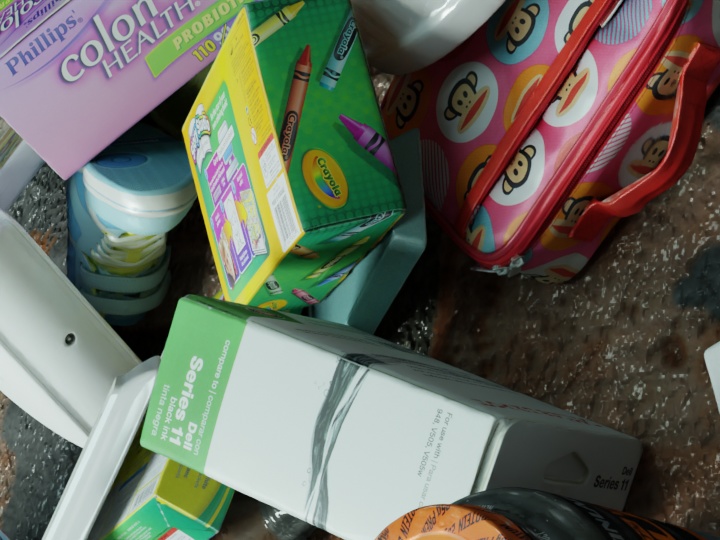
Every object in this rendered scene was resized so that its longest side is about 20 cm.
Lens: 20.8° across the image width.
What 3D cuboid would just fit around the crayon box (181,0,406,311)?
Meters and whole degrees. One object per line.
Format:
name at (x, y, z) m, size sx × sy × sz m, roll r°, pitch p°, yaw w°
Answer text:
crayon box at (-0.041, -0.055, 1.043) m, size 0.200 × 0.058 × 0.120 m, roll 135°, pitch 122°, yaw -70°

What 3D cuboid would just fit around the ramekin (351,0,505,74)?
ramekin at (0.024, -0.214, 1.027) m, size 0.200 × 0.105 × 0.201 m, roll -44°, pitch 29°, yaw 32°

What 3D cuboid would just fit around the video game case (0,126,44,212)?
video game case at (-0.210, -0.114, 1.348) m, size 0.201 × 0.023 × 0.182 m, roll -55°, pitch 15°, yaw -14°

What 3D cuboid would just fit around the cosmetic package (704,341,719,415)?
cosmetic package at (0.219, 0.105, 0.806) m, size 0.101 × 0.074 × 0.201 m, roll -34°, pitch 49°, yaw 37°

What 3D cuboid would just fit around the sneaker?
sneaker at (-0.143, -0.018, 1.253) m, size 0.200 × 0.079 × 0.132 m, roll -137°, pitch 46°, yaw -70°

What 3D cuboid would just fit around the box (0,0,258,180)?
box at (-0.168, -0.187, 1.226) m, size 0.175 × 0.097 × 0.200 m, roll -38°, pitch 39°, yaw 4°

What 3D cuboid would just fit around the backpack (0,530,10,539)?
backpack at (-0.254, 0.255, 1.249) m, size 0.201 × 0.134 × 0.183 m, roll -57°, pitch 33°, yaw 17°

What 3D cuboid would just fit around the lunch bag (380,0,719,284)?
lunch bag at (0.109, -0.096, 1.019) m, size 0.201 × 0.082 × 0.176 m, roll -57°, pitch 44°, yaw 19°

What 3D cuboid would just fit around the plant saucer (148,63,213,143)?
plant saucer at (-0.054, -0.163, 1.260) m, size 0.200 × 0.048 × 0.201 m, roll 40°, pitch 107°, yaw 50°

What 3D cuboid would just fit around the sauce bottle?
sauce bottle at (-0.077, 0.171, 1.137) m, size 0.200 × 0.064 × 0.065 m, roll -42°, pitch 46°, yaw 31°

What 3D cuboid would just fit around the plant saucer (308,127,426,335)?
plant saucer at (0.000, 0.000, 1.080) m, size 0.200 × 0.019 × 0.071 m, roll 117°, pitch 153°, yaw -60°

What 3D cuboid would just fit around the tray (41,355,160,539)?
tray at (-0.164, 0.140, 1.121) m, size 0.107 × 0.022 × 0.201 m, roll -163°, pitch 98°, yaw -84°

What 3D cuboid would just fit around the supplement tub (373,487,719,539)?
supplement tub at (0.090, 0.159, 0.823) m, size 0.122 × 0.199 × 0.124 m, roll -13°, pitch 69°, yaw 37°

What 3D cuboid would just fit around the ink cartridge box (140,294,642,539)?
ink cartridge box at (0.016, 0.085, 0.961) m, size 0.199 × 0.146 × 0.084 m, roll 19°, pitch 93°, yaw 37°

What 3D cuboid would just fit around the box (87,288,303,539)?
box at (-0.095, 0.082, 1.153) m, size 0.117 × 0.048 × 0.201 m, roll -41°, pitch 25°, yaw 48°

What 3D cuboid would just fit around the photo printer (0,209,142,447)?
photo printer at (-0.220, 0.034, 1.264) m, size 0.070 × 0.200 × 0.166 m, roll -48°, pitch 38°, yaw -15°
